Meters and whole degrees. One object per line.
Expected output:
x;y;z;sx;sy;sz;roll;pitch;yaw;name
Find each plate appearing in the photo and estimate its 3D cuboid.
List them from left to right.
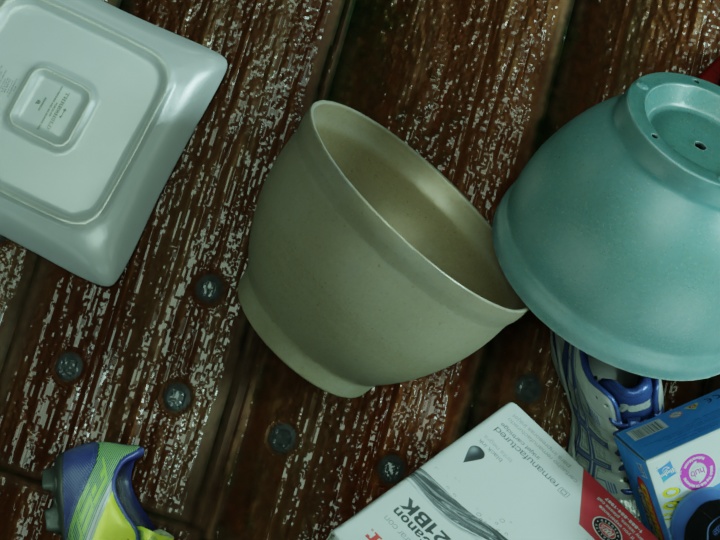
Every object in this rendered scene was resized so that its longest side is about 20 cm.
-0.229;-0.118;1.000;0.199;0.032;0.200;26;81;3;plate

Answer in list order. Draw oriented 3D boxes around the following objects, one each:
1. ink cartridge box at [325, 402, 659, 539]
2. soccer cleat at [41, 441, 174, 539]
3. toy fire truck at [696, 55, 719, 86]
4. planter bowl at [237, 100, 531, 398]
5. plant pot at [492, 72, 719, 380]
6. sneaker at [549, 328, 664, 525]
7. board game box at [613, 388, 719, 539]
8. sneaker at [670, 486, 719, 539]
0.077;0.195;0.862;0.144;0.084;0.200;43;43;19;ink cartridge box
-0.166;0.217;0.925;0.083;0.065;0.201;-11;80;-6;soccer cleat
0.327;-0.105;0.928;0.129;0.200;0.176;-42;83;-8;toy fire truck
0.000;0.000;0.919;0.200;0.200;0.135;46;108;6;planter bowl
0.205;-0.046;0.899;0.199;0.135;0.201;13;41;-12;plant pot
0.182;0.109;0.943;0.075;0.088;0.201;-17;82;-6;sneaker
0.298;0.167;0.914;0.199;0.056;0.197;-23;105;-5;board game box
0.265;0.233;0.852;0.070;0.078;0.201;-34;106;-2;sneaker
